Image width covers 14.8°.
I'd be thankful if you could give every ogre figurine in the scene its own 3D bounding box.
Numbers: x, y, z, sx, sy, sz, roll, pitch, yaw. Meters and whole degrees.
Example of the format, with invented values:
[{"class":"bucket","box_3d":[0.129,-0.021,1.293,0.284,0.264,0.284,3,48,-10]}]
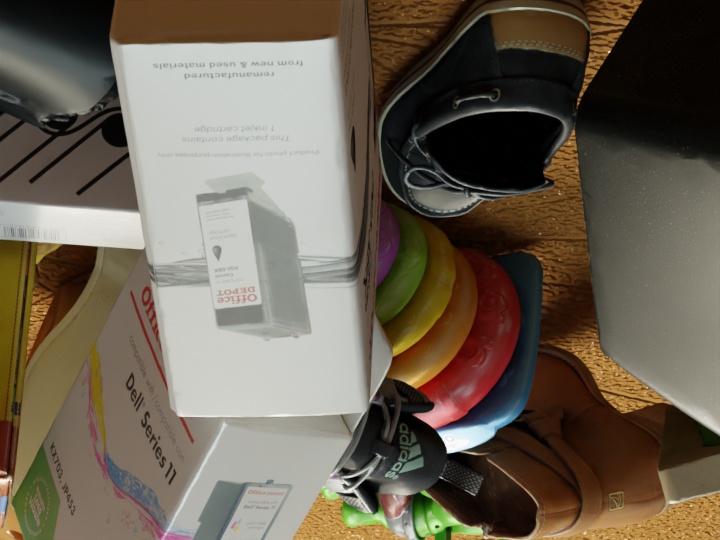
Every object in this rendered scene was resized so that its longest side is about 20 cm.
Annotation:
[{"class":"ogre figurine","box_3d":[0.042,0.131,1.679,0.119,0.098,0.200,7,149,20]}]

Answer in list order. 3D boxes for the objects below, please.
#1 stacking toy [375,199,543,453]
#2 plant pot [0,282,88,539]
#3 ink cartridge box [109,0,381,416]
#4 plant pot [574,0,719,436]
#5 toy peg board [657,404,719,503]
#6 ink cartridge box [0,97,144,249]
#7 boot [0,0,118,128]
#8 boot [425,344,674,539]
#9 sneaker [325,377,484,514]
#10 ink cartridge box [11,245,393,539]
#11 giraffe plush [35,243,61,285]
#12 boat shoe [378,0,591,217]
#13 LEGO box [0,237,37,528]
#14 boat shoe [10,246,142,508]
[{"class":"stacking toy","box_3d":[0.000,0.000,1.383,0.116,0.110,0.200,-10,143,29]},{"class":"plant pot","box_3d":[-0.118,0.093,1.494,0.139,0.201,0.200,20,154,-10]},{"class":"ink cartridge box","box_3d":[-0.038,-0.061,1.073,0.082,0.147,0.201,-1,136,4]},{"class":"plant pot","box_3d":[0.192,-0.035,1.089,0.177,0.200,0.200,12,137,24]},{"class":"toy peg board","box_3d":[0.234,0.026,1.354,0.198,0.098,0.200,-16,-176,9]},{"class":"ink cartridge box","box_3d":[-0.098,-0.060,1.232,0.199,0.094,0.044,4,157,-3]},{"class":"boot","box_3d":[-0.158,-0.124,1.100,0.167,0.077,0.200,18,160,-24]},{"class":"boot","box_3d":[0.076,0.094,1.499,0.199,0.074,0.154,9,-164,44]},{"class":"sneaker","box_3d":[0.000,0.074,1.303,0.139,0.078,0.200,30,-175,-14]},{"class":"ink cartridge box","box_3d":[-0.071,0.070,1.183,0.067,0.117,0.200,9,125,-32]},{"class":"giraffe plush","box_3d":[-0.234,0.041,1.399,0.172,0.163,0.200,6,157,-9]},{"class":"boat shoe","box_3d":[0.053,-0.061,1.255,0.074,0.063,0.200,6,159,-13]},{"class":"LEGO box","box_3d":[-0.223,0.004,1.262,0.148,0.201,0.077,7,157,-8]},{"class":"boat shoe","box_3d":[-0.114,0.035,1.377,0.059,0.201,0.072,15,-164,-45]}]
